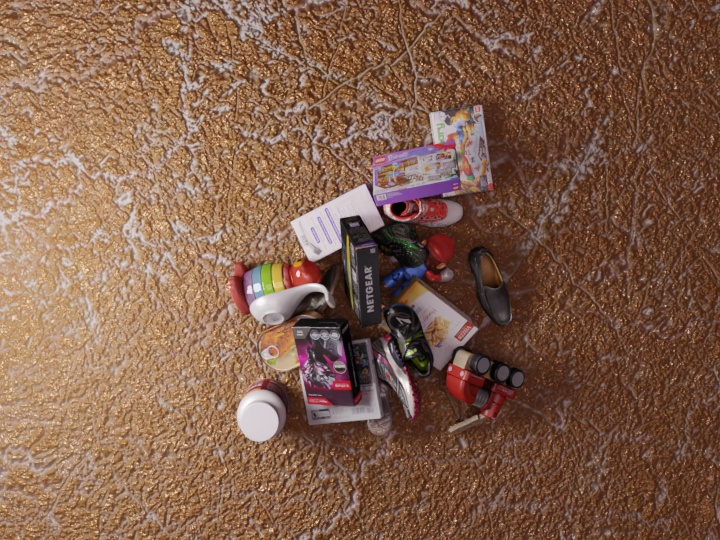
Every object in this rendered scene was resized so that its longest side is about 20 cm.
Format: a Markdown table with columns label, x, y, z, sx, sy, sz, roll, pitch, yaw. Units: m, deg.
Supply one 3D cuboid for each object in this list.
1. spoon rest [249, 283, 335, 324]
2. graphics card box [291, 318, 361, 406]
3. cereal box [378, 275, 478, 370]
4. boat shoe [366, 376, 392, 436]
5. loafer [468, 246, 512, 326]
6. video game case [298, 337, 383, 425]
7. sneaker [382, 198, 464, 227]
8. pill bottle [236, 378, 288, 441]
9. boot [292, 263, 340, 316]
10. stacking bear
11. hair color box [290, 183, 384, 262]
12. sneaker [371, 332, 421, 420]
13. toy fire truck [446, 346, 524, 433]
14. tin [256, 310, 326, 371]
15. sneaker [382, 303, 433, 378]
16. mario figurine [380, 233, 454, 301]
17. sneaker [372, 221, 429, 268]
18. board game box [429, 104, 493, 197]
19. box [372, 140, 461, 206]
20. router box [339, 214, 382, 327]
| label | x | y | z | sx | sy | sz | roll | pitch | yaw |
| --- | --- | --- | --- | --- | --- | --- | --- | --- | --- |
| spoon rest | -0.152 | 0.073 | 1.650 | 0.197 | 0.100 | 0.061 | -14 | 54 | 16 |
| graphics card box | -0.074 | 0.207 | 1.665 | 0.123 | 0.051 | 0.203 | 0 | 110 | 24 |
| cereal box | 0.159 | 0.126 | 1.744 | 0.199 | 0.040 | 0.144 | 36 | 108 | -14 |
| boat shoe | 0.038 | 0.292 | 1.765 | 0.074 | 0.072 | 0.204 | 0 | 75 | 0 |
| loafer | 0.314 | 0.042 | 1.766 | 0.072 | 0.072 | 0.202 | -25 | 95 | -2 |
| video game case | -0.050 | 0.262 | 1.732 | 0.197 | 0.023 | 0.185 | -11 | 89 | 27 |
| sneaker | 0.151 | -0.137 | 1.728 | 0.198 | 0.108 | 0.069 | 4 | 93 | -3 |
| pill bottle | -0.222 | 0.319 | 1.687 | 0.111 | 0.200 | 0.115 | 0 | 93 | -3 |
| boot | -0.121 | 0.063 | 1.740 | 0.096 | 0.075 | 0.202 | 24 | 97 | -4 |
| stacking bear | -0.186 | 0.028 | 1.700 | 0.197 | 0.122 | 0.115 | -13 | 115 | 10 |
| hair color box | -0.054 | -0.110 | 1.742 | 0.198 | 0.065 | 0.111 | -27 | 95 | -3 |
| sneaker | 0.082 | 0.249 | 1.710 | 0.074 | 0.081 | 0.202 | -26 | 76 | 12 |
| toy fire truck | 0.265 | 0.297 | 1.745 | 0.174 | 0.128 | 0.203 | 23 | 86 | -30 |
| tin | -0.152 | 0.165 | 1.725 | 0.198 | 0.042 | 0.113 | -24 | 99 | 25 |
| sneaker | 0.117 | 0.160 | 1.691 | 0.070 | 0.083 | 0.201 | -25 | 112 | 10 |
| mario figurine | 0.142 | -0.010 | 1.765 | 0.199 | 0.107 | 0.123 | -39 | 130 | 10 |
| sneaker | 0.100 | -0.071 | 1.689 | 0.085 | 0.200 | 0.079 | -39 | 121 | -10 |
| board game box | 0.240 | -0.283 | 1.762 | 0.124 | 0.035 | 0.204 | -9 | 94 | -2 |
| box | 0.127 | -0.223 | 1.694 | 0.197 | 0.138 | 0.039 | -10 | 136 | 11 |
| router box | 0.000 | 0.000 | 1.666 | 0.051 | 0.158 | 0.203 | -10 | 121 | -11 |
